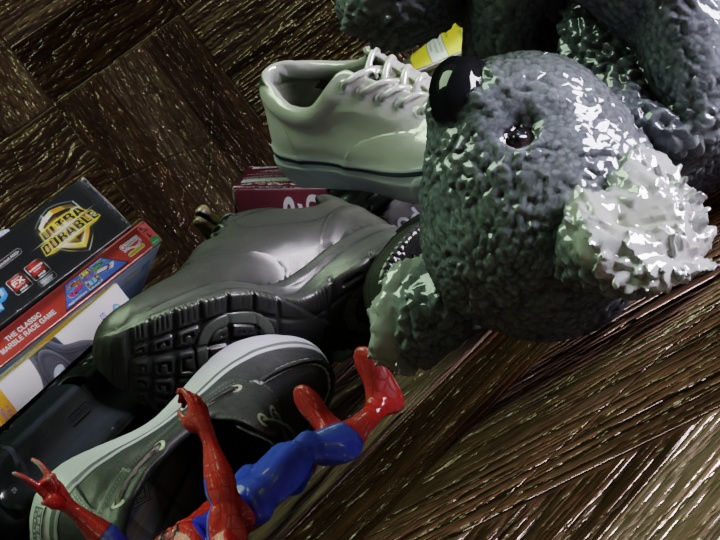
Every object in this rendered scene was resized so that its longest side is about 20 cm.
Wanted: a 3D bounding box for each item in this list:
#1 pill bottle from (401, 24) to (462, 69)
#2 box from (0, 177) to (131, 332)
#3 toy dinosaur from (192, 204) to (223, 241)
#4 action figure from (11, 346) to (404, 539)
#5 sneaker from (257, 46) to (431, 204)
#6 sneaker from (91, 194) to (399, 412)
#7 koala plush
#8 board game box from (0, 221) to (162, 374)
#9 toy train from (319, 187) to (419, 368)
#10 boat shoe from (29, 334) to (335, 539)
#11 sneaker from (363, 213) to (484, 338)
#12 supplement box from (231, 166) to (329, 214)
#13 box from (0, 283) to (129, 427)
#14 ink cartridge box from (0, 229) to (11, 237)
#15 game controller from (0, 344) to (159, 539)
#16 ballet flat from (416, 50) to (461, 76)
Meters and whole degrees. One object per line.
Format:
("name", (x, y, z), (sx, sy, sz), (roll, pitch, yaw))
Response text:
("pill bottle", (0.125, -0.142, 1.634), (0.200, 0.111, 0.111), (-37, 5, 13))
("box", (-0.229, 0.051, 1.465), (0.200, 0.046, 0.159), (-40, -12, -32))
("toy dinosaur", (-0.090, 0.056, 1.606), (0.101, 0.058, 0.201), (-70, -10, -48))
("action figure", (-0.065, 0.077, 1.060), (0.065, 0.099, 0.200), (-36, 7, 36))
("sneaker", (0.016, -0.082, 1.347), (0.199, 0.071, 0.073), (0, 38, 43))
("sneaker", (-0.060, 0.013, 1.284), (0.199, 0.091, 0.076), (-17, -50, -38))
("koala plush", (0.084, -0.051, 0.986), (0.177, 0.184, 0.200), (-18, 37, 39))
("board game box", (-0.197, 0.056, 1.430), (0.200, 0.019, 0.103), (-40, -13, -33))
("toy train", (0.000, 0.000, 1.427), (0.200, 0.085, 0.114), (-41, -4, -36))
("boat shoe", (-0.066, 0.086, 1.176), (0.066, 0.070, 0.200), (6, 21, 39))
("sneaker", (0.045, -0.002, 1.231), (0.104, 0.060, 0.200), (-31, 3, 45))
("supplement box", (-0.046, -0.008, 1.580), (0.061, 0.109, 0.200), (-1, 7, 1))
("box", (-0.135, 0.086, 1.332), (0.041, 0.119, 0.200), (-34, 6, 27))
("ink cartridge box", (-0.281, 0.051, 1.493), (0.200, 0.042, 0.120), (-24, -27, -57))
("game controller", (-0.133, 0.106, 1.220), (0.042, 0.105, 0.200), (-8, 17, 22))
("ballet flat", (0.065, -0.103, 1.514), (0.199, 0.068, 0.064), (-24, -14, -20))
